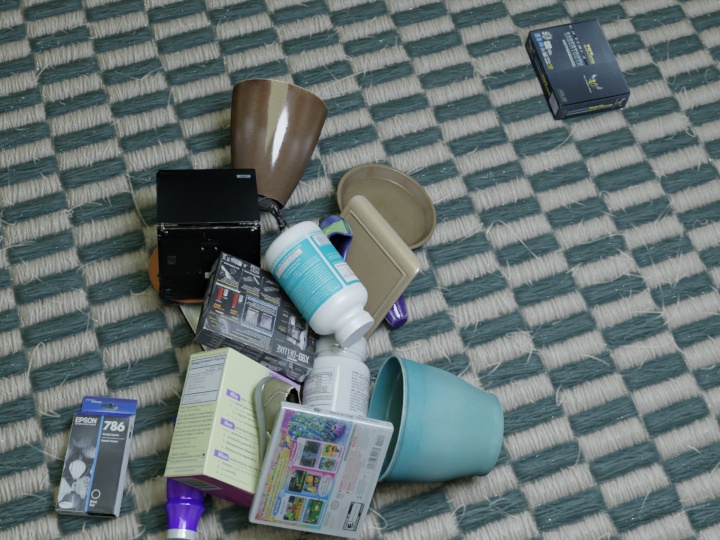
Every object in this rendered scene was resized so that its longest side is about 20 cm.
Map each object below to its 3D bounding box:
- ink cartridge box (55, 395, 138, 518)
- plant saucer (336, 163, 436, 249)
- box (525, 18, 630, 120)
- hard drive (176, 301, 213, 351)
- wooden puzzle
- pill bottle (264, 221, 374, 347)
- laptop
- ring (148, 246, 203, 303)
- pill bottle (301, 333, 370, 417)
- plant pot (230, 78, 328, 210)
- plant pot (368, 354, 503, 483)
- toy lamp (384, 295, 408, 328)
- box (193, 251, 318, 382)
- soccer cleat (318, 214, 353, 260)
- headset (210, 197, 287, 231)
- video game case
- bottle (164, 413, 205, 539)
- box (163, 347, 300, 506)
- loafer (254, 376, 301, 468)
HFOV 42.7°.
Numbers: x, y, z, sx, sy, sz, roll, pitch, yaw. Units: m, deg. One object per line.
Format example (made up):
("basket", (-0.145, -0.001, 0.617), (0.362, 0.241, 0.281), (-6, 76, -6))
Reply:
("ink cartridge box", (-0.433, 0.300, 1.519), (0.098, 0.039, 0.203), (3, 64, 0))
("plant saucer", (0.046, -0.113, 1.709), (0.197, 0.030, 0.203), (13, 51, -16))
("box", (0.443, -0.414, 1.886), (0.155, 0.051, 0.203), (-11, 65, -9))
("hard drive", (-0.219, 0.104, 1.621), (0.138, 0.038, 0.201), (-27, 68, -15))
("wooden puzzle", (0.000, 0.000, 1.621), (0.186, 0.201, 0.037), (50, 28, 22))
("pill bottle", (-0.063, 0.027, 1.511), (0.110, 0.111, 0.201), (-33, 74, -16))
("laptop", (-0.263, -0.065, 1.593), (0.174, 0.103, 0.204), (-2, 109, -11))
("ring", (-0.283, -0.015, 1.659), (0.197, 0.019, 0.203), (-3, 48, 3))
("pill bottle", (-0.041, 0.211, 1.535), (0.111, 0.114, 0.203), (5, 64, 0))
("plant pot", (-0.168, -0.222, 1.716), (0.183, 0.187, 0.204), (10, 77, 2))
("plant pot", (0.123, 0.252, 1.490), (0.185, 0.200, 0.203), (11, 63, -14))
("toy lamp", (0.029, 0.011, 1.666), (0.057, 0.058, 0.202), (-20, 66, -11))
("box", (-0.163, 0.077, 1.524), (0.198, 0.050, 0.160), (23, 49, -19))
("soccer cleat", (-0.072, 0.001, 1.604), (0.064, 0.202, 0.084), (11, 22, -38))
("headset", (-0.236, -0.078, 1.667), (0.197, 0.094, 0.125), (-18, 50, 11))
("video game case", (-0.061, 0.308, 1.406), (0.179, 0.024, 0.203), (13, 106, -14))
("bottle", (-0.278, 0.332, 1.484), (0.064, 0.084, 0.203), (3, 63, -1))
("box", (-0.199, 0.252, 1.465), (0.096, 0.175, 0.203), (-12, 58, 37))
("loafer", (-0.114, 0.265, 1.429), (0.069, 0.075, 0.204), (-6, 100, 36))
